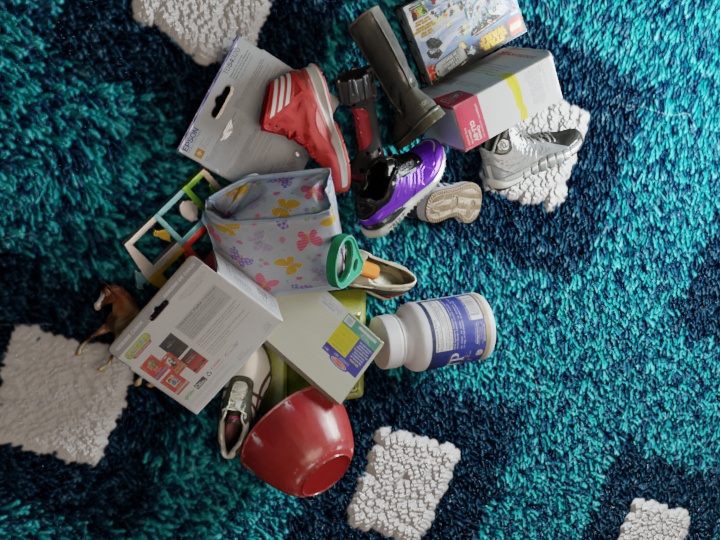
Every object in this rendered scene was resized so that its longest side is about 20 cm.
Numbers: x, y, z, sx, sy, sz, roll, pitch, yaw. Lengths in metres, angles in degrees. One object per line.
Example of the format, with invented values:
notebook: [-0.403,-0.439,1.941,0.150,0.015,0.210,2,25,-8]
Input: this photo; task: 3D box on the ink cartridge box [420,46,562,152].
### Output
ink cartridge box: [0.206,-0.283,1.640,0.199,0.145,0.084,-29,116,-15]

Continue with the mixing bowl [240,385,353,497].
mixing bowl: [-0.085,0.296,1.641,0.199,0.109,0.201,-29,148,-20]

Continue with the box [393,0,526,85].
box: [0.165,-0.411,1.644,0.199,0.040,0.138,-31,114,-14]

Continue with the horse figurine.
horse figurine: [-0.340,0.109,1.550,0.199,0.050,0.133,30,97,-27]

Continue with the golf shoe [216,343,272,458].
golf shoe: [-0.189,0.206,1.619,0.076,0.088,0.202,9,100,1]

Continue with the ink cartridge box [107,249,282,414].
ink cartridge box: [-0.246,0.080,1.487,0.175,0.084,0.200,40,100,-26]

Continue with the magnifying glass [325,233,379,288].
magnifying glass: [-0.009,-0.008,1.535,0.200,0.022,0.080,19,81,-72]

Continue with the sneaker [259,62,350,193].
sneaker: [-0.091,-0.202,1.528,0.115,0.078,0.202,-19,102,-10]

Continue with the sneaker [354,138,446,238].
sneaker: [0.060,-0.151,1.575,0.201,0.069,0.100,-51,138,-21]

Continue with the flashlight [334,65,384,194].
flashlight: [0.000,-0.217,1.587,0.067,0.068,0.201,0,126,20]

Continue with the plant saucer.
plant saucer: [-0.073,0.141,1.686,0.198,0.048,0.202,-6,107,-24]

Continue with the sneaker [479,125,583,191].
sneaker: [0.292,-0.229,1.739,0.199,0.075,0.116,-29,113,-14]

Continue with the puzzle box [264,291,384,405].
puzzle box: [-0.072,0.105,1.622,0.200,0.025,0.133,42,64,-7]

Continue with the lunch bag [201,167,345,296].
lunch bag: [-0.129,-0.057,1.527,0.198,0.128,0.171,-8,134,3]

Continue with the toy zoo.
toy zoo: [-0.274,-0.045,1.553,0.200,0.020,0.131,-46,118,-7]

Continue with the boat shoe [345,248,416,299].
boat shoe: [0.000,0.000,1.659,0.199,0.062,0.072,19,65,-31]

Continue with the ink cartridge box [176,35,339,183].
ink cartridge box: [-0.158,-0.226,1.543,0.199,0.043,0.198,28,93,-29]

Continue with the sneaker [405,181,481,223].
sneaker: [0.121,-0.121,1.699,0.199,0.108,0.071,-8,108,-55]

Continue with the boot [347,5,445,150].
boot: [0.043,-0.300,1.586,0.072,0.182,0.200,-40,93,-21]

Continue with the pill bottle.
pill bottle: [0.121,0.109,1.728,0.198,0.120,0.121,-8,108,-22]
